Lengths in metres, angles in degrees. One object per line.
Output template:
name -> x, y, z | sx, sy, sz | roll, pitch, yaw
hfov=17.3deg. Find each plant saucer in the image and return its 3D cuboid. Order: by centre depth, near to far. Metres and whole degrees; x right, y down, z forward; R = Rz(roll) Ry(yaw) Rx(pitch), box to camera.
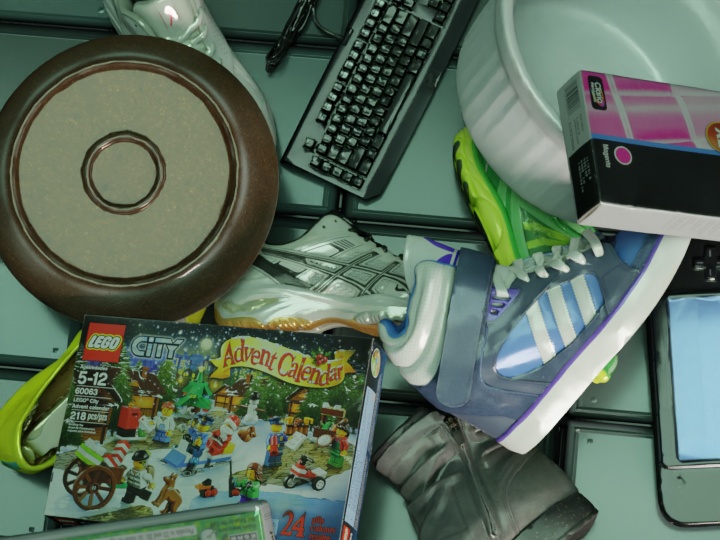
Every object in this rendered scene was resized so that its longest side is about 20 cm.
plant saucer -> -0.155, -0.062, 1.570 | 0.200, 0.034, 0.200 | 0, 84, 1

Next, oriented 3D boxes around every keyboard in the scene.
keyboard -> -0.002, -0.160, 1.671 | 0.127, 0.021, 0.200 | 24, 79, 8

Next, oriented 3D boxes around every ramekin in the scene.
ramekin -> 0.161, -0.126, 1.577 | 0.200, 0.098, 0.201 | 12, 60, -21

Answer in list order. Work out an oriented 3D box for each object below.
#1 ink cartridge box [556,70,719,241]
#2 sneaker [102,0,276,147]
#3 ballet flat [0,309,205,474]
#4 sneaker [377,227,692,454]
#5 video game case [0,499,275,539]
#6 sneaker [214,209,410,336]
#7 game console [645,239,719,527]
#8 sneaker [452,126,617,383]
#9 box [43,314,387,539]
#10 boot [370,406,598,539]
ink cartridge box -> 0.221, -0.066, 1.497 | 0.200, 0.037, 0.095 | 7, 62, -27
sneaker -> -0.126, -0.152, 1.634 | 0.078, 0.099, 0.200 | -32, 77, -6
ballet flat -> -0.167, 0.063, 1.600 | 0.200, 0.067, 0.067 | -45, 109, -6
sneaker -> 0.102, 0.004, 1.514 | 0.146, 0.081, 0.200 | 37, 99, -4
video game case -> -0.136, 0.245, 1.473 | 0.200, 0.022, 0.182 | -10, 89, 18
sneaker -> 0.000, 0.000, 1.604 | 0.200, 0.076, 0.088 | 0, 77, 3
game console -> 0.279, 0.060, 1.553 | 0.171, 0.118, 0.200 | -3, 76, 2
sneaker -> 0.130, -0.019, 1.602 | 0.084, 0.074, 0.200 | -24, 77, 1
box -> -0.092, 0.105, 1.509 | 0.200, 0.038, 0.137 | 4, 73, 17
boot -> 0.046, 0.171, 1.573 | 0.200, 0.070, 0.132 | -35, 74, -16
